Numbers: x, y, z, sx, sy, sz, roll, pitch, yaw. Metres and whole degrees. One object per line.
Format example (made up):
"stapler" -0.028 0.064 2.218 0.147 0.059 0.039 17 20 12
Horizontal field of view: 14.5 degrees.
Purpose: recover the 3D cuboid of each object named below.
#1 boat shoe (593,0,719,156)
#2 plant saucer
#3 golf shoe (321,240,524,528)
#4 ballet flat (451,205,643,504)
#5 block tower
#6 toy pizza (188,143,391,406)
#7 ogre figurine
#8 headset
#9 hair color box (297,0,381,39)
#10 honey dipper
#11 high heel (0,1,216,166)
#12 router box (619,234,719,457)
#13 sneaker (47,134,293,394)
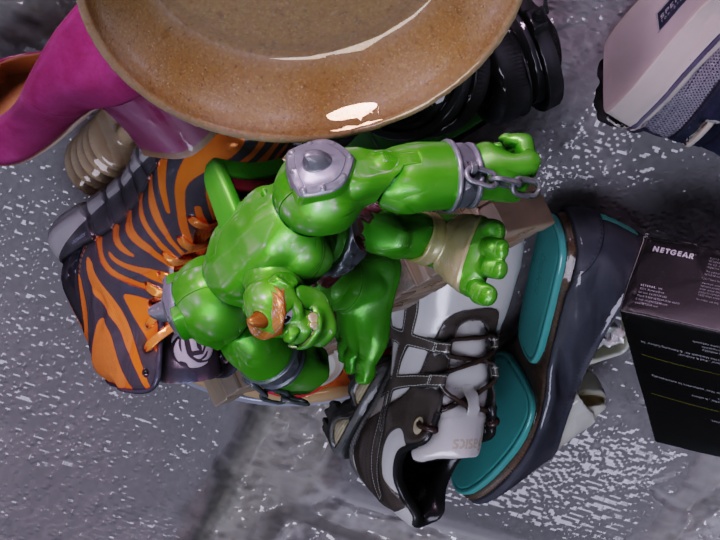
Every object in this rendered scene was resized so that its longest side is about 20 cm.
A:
"boat shoe" 0.200 -0.127 1.344 0.092 0.075 0.200 21 140 -21
"plant saucer" -0.025 -0.142 1.230 0.199 0.036 0.201 -4 133 -4
"golf shoe" 0.050 0.048 1.485 0.077 0.095 0.200 -5 134 -29
"ballet flat" 0.107 0.051 1.517 0.073 0.073 0.201 14 127 -6
"block tower" 0.000 0.000 1.433 0.200 0.058 0.054 -30 80 30
"toy pizza" -0.051 0.008 1.521 0.199 0.032 0.201 4 133 4
"ogre figurine" -0.017 -0.005 1.328 0.120 0.099 0.200 11 161 -35
"headset" 0.044 -0.112 1.353 0.123 0.094 0.200 -15 163 -42
"hair color box" -0.019 -0.212 1.264 0.061 0.102 0.201 2 134 3
"honey dipper" -0.097 -0.085 1.386 0.038 0.038 0.200 25 153 -15
"high heel" -0.154 -0.103 1.347 0.199 0.068 0.096 2 137 43
"router box" 0.241 0.056 1.452 0.199 0.051 0.149 13 154 20
"sneaker" -0.079 -0.005 1.405 0.077 0.112 0.200 -7 161 -35
